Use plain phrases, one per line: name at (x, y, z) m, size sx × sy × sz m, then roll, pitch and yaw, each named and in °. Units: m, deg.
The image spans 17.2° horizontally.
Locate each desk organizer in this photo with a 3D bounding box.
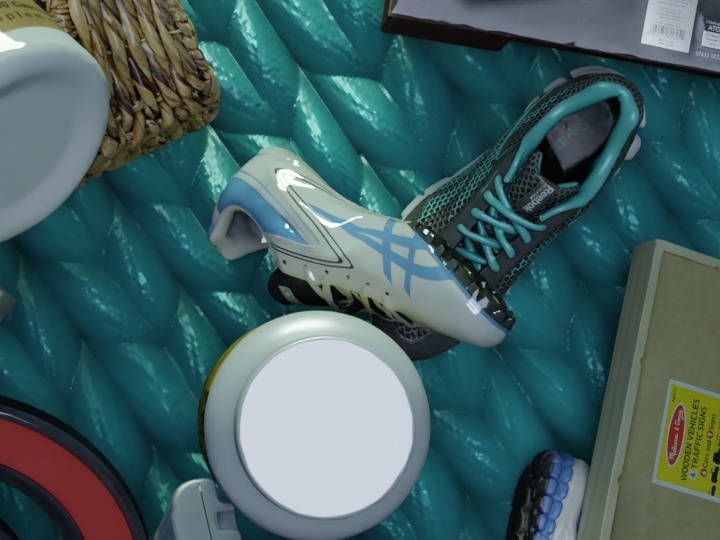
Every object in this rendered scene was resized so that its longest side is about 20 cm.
desk organizer at (0.114, -0.149, 1.277) m, size 0.198 × 0.077 × 0.072 m, roll 10°, pitch 86°, yaw -5°

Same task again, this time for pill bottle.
pill bottle at (-0.222, -0.112, 1.144) m, size 0.114 × 0.114 × 0.200 m, roll -45°, pitch 61°, yaw -6°
pill bottle at (-0.025, 0.077, 1.192) m, size 0.111 × 0.200 × 0.114 m, roll 0°, pitch 87°, yaw -5°

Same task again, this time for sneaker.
sneaker at (0.115, 0.202, 1.263) m, size 0.084 × 0.077 × 0.202 m, roll 13°, pitch 87°, yaw -9°
sneaker at (0.000, 0.000, 1.224) m, size 0.199 × 0.072 × 0.073 m, roll 29°, pitch 83°, yaw 40°
sneaker at (0.078, -0.036, 1.262) m, size 0.077 × 0.091 × 0.200 m, roll 41°, pitch 85°, yaw -1°

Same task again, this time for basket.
basket at (-0.176, -0.140, 1.217) m, size 0.148 × 0.143 × 0.201 m, roll -24°, pitch 89°, yaw -7°

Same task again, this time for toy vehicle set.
toy vehicle set at (0.186, 0.096, 1.264) m, size 0.123 × 0.026 × 0.202 m, roll 18°, pitch 74°, yaw -19°

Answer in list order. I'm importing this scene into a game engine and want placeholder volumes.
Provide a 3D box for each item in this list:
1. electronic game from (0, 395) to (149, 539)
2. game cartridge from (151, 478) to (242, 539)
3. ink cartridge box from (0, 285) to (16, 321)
electronic game at (-0.199, 0.150, 1.147) m, size 0.198 × 0.042 × 0.202 m, roll -2°, pitch 112°, yaw -4°
game cartridge at (-0.072, 0.219, 1.145) m, size 0.040 × 0.134 × 0.201 m, roll -6°, pitch 60°, yaw -17°
ink cartridge box at (-0.275, -0.021, 1.201) m, size 0.200 × 0.145 × 0.084 m, roll 42°, pitch 85°, yaw -3°
